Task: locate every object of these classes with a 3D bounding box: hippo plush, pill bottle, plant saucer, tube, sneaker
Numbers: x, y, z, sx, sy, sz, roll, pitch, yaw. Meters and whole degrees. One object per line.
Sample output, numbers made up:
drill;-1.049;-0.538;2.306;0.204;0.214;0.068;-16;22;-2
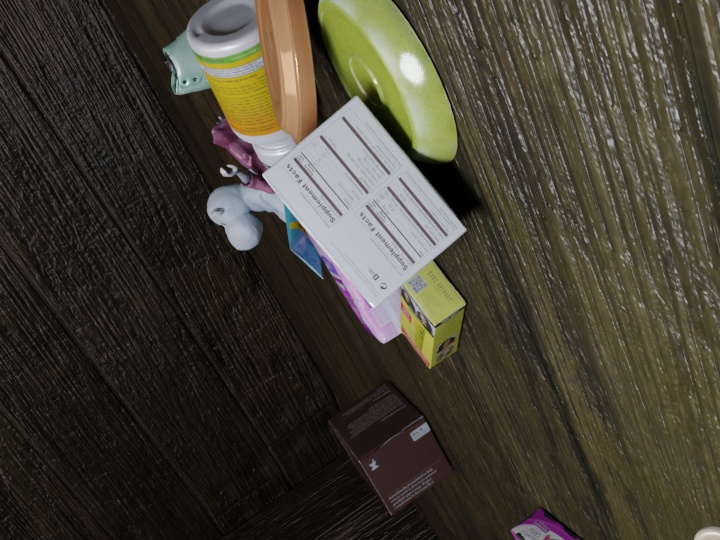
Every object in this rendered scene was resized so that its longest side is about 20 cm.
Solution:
hippo plush;-0.183;-0.122;1.632;0.200;0.161;0.159;59;171;-15
pill bottle;-0.119;-0.222;1.124;0.111;0.111;0.200;48;168;41
plant saucer;0.016;-0.175;0.843;0.200;0.031;0.200;55;170;14
tube;-0.091;-0.074;1.440;0.077;0.050;0.200;38;-153;-35
sneaker;-0.223;-0.280;1.448;0.201;0.118;0.074;60;169;-26
plant saucer;-0.077;-0.223;0.932;0.200;0.032;0.201;169;90;-81

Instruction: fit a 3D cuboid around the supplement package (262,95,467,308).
supplement package;0.000;-0.062;0.914;0.156;0.111;0.200;50;179;-2

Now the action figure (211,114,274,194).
action figure;-0.137;-0.155;1.380;0.200;0.134;0.149;53;171;39

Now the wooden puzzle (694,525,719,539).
wooden puzzle;0.348;0.299;0.723;0.200;0.037;0.185;41;162;44

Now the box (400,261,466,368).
box;0.088;0.058;1.188;0.075;0.050;0.200;53;170;17

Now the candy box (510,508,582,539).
candy box;0.308;0.455;1.349;0.200;0.061;0.136;58;170;-13

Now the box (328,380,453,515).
box;0.062;0.374;2.019;0.165;0.166;0.200;62;170;-25

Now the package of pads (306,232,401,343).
package of pads;0.000;0.000;1.370;0.200;0.076;0.120;59;174;-14
